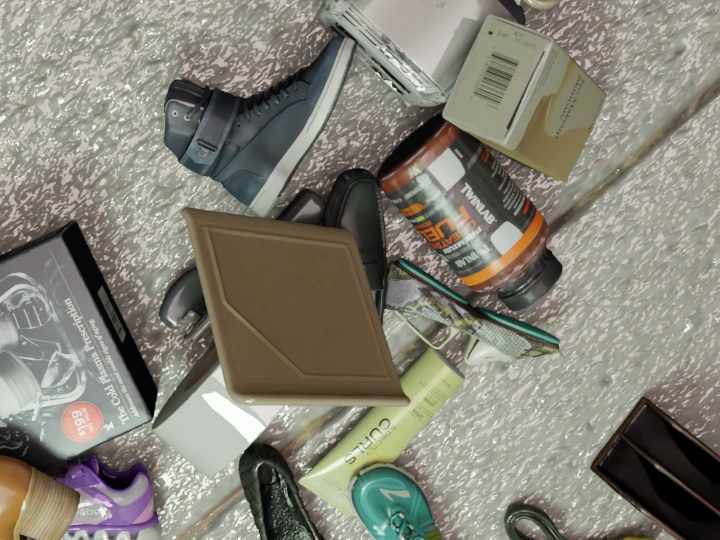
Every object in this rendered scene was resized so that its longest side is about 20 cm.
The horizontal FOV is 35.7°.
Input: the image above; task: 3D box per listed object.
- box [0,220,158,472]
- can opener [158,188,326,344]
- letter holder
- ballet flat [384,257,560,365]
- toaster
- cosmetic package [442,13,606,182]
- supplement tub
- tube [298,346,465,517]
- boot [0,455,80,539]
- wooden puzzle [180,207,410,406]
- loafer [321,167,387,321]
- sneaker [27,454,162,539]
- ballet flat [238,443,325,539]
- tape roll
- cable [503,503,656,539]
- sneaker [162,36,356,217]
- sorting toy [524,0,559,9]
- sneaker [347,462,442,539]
[{"bbox_3d":[-0.320,0.084,1.081,0.181,0.104,0.202,-25,102,-2],"label":"box"},{"bbox_3d":[-0.120,-0.011,1.120,0.067,0.053,0.200,41,91,-13],"label":"can opener"},{"bbox_3d":[0.368,0.248,1.187,0.199,0.142,0.101,37,93,-12],"label":"letter holder"},{"bbox_3d":[0.108,0.058,1.158,0.199,0.072,0.073,26,95,-6],"label":"ballet flat"},{"bbox_3d":[0.050,-0.250,1.069,0.200,0.114,0.129,42,88,-12],"label":"toaster"},{"bbox_3d":[0.161,-0.157,1.061,0.071,0.200,0.106,28,98,26],"label":"cosmetic package"},{"bbox_3d":[0.115,-0.053,1.119,0.107,0.107,0.200,-43,102,1],"label":"supplement tub"},{"bbox_3d":[0.028,0.170,1.175,0.058,0.052,0.200,44,96,15],"label":"tube"},{"bbox_3d":[-0.369,0.250,1.024,0.154,0.074,0.201,28,97,-24],"label":"boot"},{"bbox_3d":[-0.059,0.036,0.974,0.184,0.201,0.037,7,140,-40],"label":"wooden puzzle"},{"bbox_3d":[0.000,0.000,1.109,0.067,0.070,0.203,-7,114,-23],"label":"loafer"},{"bbox_3d":[-0.295,0.225,1.119,0.198,0.081,0.089,6,104,-15],"label":"sneaker"},{"bbox_3d":[-0.078,0.275,1.171,0.066,0.057,0.202,-25,102,-2],"label":"ballet flat"},{"bbox_3d":[-0.108,0.095,1.063,0.071,0.202,0.203,41,92,-8],"label":"tape roll"},{"bbox_3d":[0.246,0.319,1.246,0.198,0.050,0.098,20,113,1],"label":"cable"},{"bbox_3d":[-0.104,-0.163,1.062,0.145,0.077,0.203,31,117,-9],"label":"sneaker"},{"bbox_3d":[0.101,-0.324,1.042,0.199,0.186,0.037,37,118,-11],"label":"sorting toy"},{"bbox_3d":[0.057,0.287,1.175,0.077,0.080,0.201,-33,107,-3],"label":"sneaker"}]
